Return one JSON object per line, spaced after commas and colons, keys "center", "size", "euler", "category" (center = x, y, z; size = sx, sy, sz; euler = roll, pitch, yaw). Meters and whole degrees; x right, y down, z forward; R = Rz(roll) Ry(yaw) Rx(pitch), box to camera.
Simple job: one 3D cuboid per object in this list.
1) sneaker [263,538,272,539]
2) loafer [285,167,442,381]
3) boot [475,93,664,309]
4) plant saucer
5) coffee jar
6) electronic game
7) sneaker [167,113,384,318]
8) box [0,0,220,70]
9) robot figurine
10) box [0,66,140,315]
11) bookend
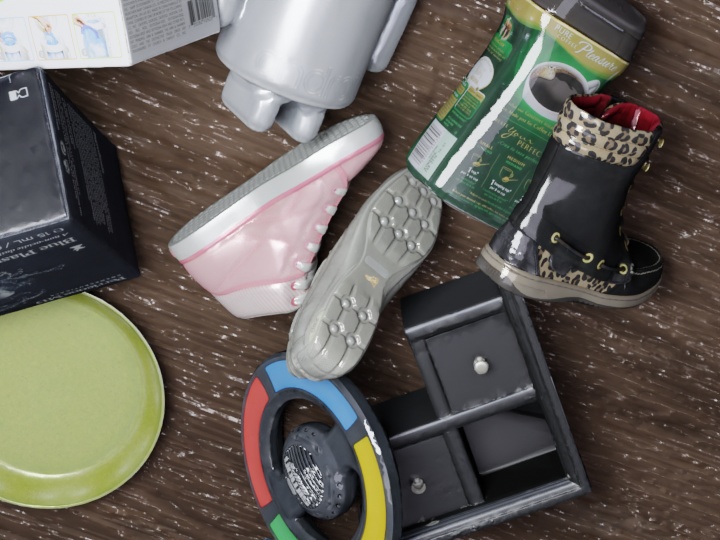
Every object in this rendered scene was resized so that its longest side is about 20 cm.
{"center": [-0.076, 0.315, 1.374], "size": [0.078, 0.070, 0.201], "euler": [-18, 123, 5], "category": "sneaker"}
{"center": [0.000, 0.000, 1.248], "size": [0.070, 0.070, 0.200], "euler": [44, 58, -17], "category": "loafer"}
{"center": [0.188, -0.052, 1.225], "size": [0.199, 0.073, 0.151], "euler": [3, 119, -42], "category": "boot"}
{"center": [-0.260, 0.100, 1.329], "size": [0.199, 0.031, 0.201], "euler": [-1, 109, -3], "category": "plant saucer"}
{"center": [0.127, -0.135, 1.230], "size": [0.104, 0.085, 0.200], "euler": [27, 105, -24], "category": "coffee jar"}
{"center": [-0.034, 0.161, 1.287], "size": [0.041, 0.200, 0.201], "euler": [-17, 114, -36], "category": "electronic game"}
{"center": [-0.045, -0.035, 1.267], "size": [0.200, 0.075, 0.105], "euler": [-33, 103, 17], "category": "sneaker"}
{"center": [-0.216, -0.203, 1.140], "size": [0.199, 0.112, 0.102], "euler": [3, 111, 31], "category": "box"}
{"center": [-0.035, -0.198, 1.191], "size": [0.169, 0.113, 0.201], "euler": [8, 112, -38], "category": "robot figurine"}
{"center": [-0.285, -0.042, 1.177], "size": [0.196, 0.200, 0.118], "euler": [-15, 78, 4], "category": "box"}
{"center": [0.061, 0.109, 1.312], "size": [0.198, 0.092, 0.201], "euler": [-19, 107, 5], "category": "bookend"}
